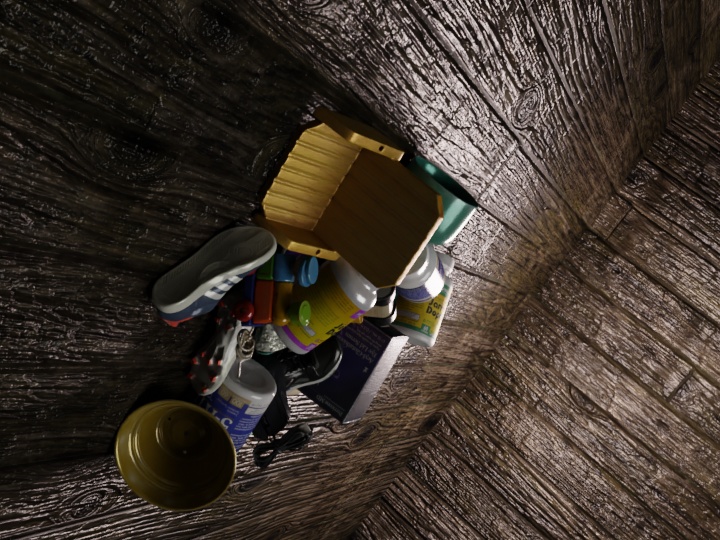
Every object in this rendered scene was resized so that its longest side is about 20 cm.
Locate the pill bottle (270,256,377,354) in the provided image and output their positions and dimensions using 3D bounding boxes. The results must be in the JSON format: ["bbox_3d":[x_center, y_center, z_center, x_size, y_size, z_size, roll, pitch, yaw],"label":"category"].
[{"bbox_3d":[-0.045,0.041,1.463,0.199,0.105,0.104,-35,165,16],"label":"pill bottle"}]

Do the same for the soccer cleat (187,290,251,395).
[{"bbox_3d":[-0.217,0.120,1.480,0.077,0.069,0.201,-15,137,-55],"label":"soccer cleat"}]

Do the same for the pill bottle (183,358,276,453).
[{"bbox_3d":[-0.242,0.255,1.586,0.201,0.119,0.119,-58,159,18],"label":"pill bottle"}]

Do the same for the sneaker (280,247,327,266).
[{"bbox_3d":[-0.052,-0.026,1.527,0.199,0.099,0.070,-27,148,-50],"label":"sneaker"}]

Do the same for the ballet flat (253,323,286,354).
[{"bbox_3d":[-0.125,0.104,1.667,0.072,0.072,0.200,-58,161,22],"label":"ballet flat"}]

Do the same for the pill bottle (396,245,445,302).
[{"bbox_3d":[0.108,-0.009,1.890,0.116,0.116,0.200,-49,161,-3],"label":"pill bottle"}]

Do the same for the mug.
[{"bbox_3d":[0.131,-0.119,1.689,0.115,0.152,0.185,-52,161,16],"label":"mug"}]

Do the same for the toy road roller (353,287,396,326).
[{"bbox_3d":[0.000,0.000,1.711,0.123,0.144,0.202,84,12,-63],"label":"toy road roller"}]

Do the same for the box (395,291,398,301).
[{"bbox_3d":[0.047,0.122,2.087,0.200,0.049,0.083,-38,157,-31],"label":"box"}]

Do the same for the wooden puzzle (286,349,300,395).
[{"bbox_3d":[-0.112,0.187,1.875,0.201,0.037,0.185,-54,161,8],"label":"wooden puzzle"}]

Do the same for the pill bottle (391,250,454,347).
[{"bbox_3d":[0.141,0.060,2.030,0.113,0.112,0.202,52,56,-70],"label":"pill bottle"}]

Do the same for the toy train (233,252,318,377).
[{"bbox_3d":[-0.128,0.068,1.396,0.085,0.115,0.202,9,85,-67],"label":"toy train"}]

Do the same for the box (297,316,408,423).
[{"bbox_3d":[-0.024,0.178,1.804,0.201,0.147,0.104,-61,160,8],"label":"box"}]

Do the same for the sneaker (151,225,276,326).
[{"bbox_3d":[-0.207,0.010,1.304,0.199,0.075,0.085,-30,153,-23],"label":"sneaker"}]

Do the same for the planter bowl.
[{"bbox_3d":[-0.293,0.284,1.492,0.201,0.199,0.084,-57,-173,19],"label":"planter bowl"}]

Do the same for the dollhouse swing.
[{"bbox_3d":[-0.014,-0.090,1.321,0.181,0.176,0.201,12,118,-49],"label":"dollhouse swing"}]

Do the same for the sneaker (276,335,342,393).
[{"bbox_3d":[-0.125,0.186,1.719,0.199,0.076,0.087,-33,159,23],"label":"sneaker"}]

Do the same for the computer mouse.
[{"bbox_3d":[-0.169,0.237,1.635,0.138,0.202,0.053,-32,150,23],"label":"computer mouse"}]
